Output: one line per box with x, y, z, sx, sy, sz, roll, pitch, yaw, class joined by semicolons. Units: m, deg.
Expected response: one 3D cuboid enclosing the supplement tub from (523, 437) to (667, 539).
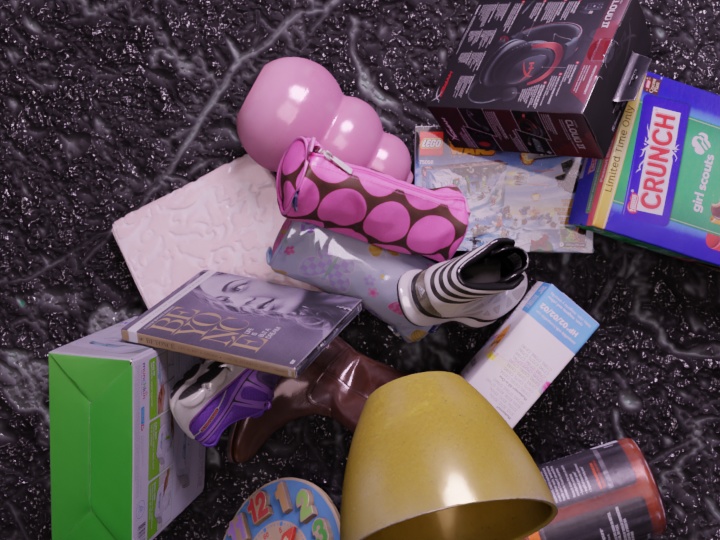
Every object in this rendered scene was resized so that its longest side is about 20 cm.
0.215;0.257;0.956;0.198;0.107;0.108;-18;89;4;supplement tub

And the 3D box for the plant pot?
0.067;0.181;0.835;0.198;0.201;0.143;-15;59;4;plant pot

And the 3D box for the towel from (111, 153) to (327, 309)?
-0.158;-0.011;1.018;0.199;0.032;0.192;-26;89;4;towel

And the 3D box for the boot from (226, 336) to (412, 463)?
-0.026;0.167;0.960;0.199;0.064;0.188;28;84;21;boot

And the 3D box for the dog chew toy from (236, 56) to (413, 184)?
-0.032;-0.142;0.968;0.199;0.125;0.125;29;92;-11;dog chew toy

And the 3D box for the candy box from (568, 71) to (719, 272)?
0.340;-0.100;0.941;0.198;0.077;0.171;16;90;-7;candy box

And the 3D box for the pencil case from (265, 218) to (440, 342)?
0.000;0.000;0.965;0.199;0.083;0.091;28;124;-9;pencil case

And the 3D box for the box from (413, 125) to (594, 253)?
0.157;-0.089;0.991;0.198;0.040;0.139;2;91;4;box

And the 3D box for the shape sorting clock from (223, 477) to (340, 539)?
-0.091;0.323;0.957;0.039;0.200;0.201;30;94;-39;shape sorting clock

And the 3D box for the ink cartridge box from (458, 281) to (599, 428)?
0.156;0.109;0.954;0.068;0.115;0.200;40;93;3;ink cartridge box

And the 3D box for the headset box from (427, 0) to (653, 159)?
0.189;-0.197;0.900;0.199;0.075;0.150;10;66;39;headset box

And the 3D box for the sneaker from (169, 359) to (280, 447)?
-0.110;0.105;0.940;0.200;0.080;0.084;-39;115;-25;sneaker

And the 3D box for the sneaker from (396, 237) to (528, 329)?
0.140;0.013;0.907;0.115;0.199;0.076;-20;81;41;sneaker

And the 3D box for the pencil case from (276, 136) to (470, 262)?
0.016;-0.071;0.902;0.198;0.091;0.094;14;134;-23;pencil case

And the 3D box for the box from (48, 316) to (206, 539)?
-0.235;0.164;0.935;0.096;0.176;0.202;4;100;13;box

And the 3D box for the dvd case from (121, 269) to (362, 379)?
-0.117;0.048;0.904;0.198;0.149;0.016;9;118;23;dvd case
